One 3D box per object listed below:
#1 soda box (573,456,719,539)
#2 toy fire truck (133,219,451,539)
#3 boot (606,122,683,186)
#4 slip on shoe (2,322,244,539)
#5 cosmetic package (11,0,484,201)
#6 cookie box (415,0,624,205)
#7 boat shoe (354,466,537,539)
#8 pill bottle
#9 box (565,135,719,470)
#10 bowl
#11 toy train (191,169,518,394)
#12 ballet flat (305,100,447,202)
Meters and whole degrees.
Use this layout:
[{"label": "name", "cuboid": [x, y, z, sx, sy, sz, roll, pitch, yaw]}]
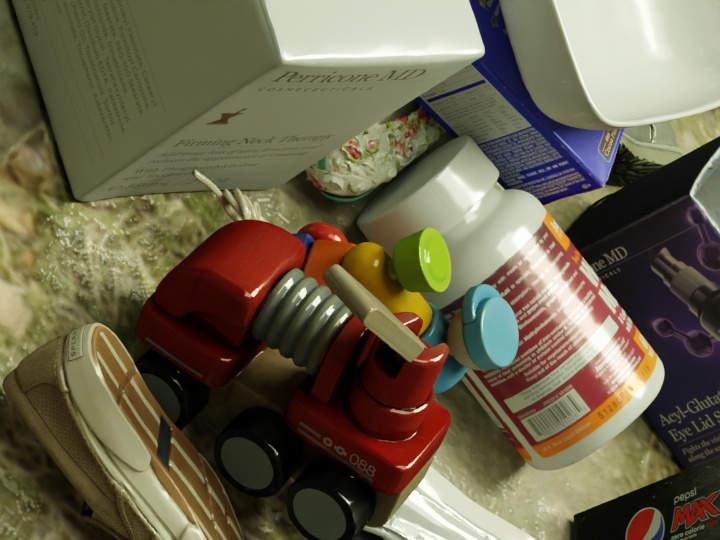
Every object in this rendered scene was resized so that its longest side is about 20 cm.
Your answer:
[{"label": "soda box", "cuboid": [0.225, 0.162, 1.496, 0.063, 0.200, 0.071, 24, 54, -35]}, {"label": "toy fire truck", "cuboid": [-0.030, 0.035, 1.293, 0.176, 0.200, 0.129, 34, 42, 11]}, {"label": "boot", "cuboid": [0.159, -0.165, 1.706, 0.182, 0.072, 0.201, 12, 66, -55]}, {"label": "slip on shoe", "cuboid": [-0.121, 0.120, 1.295, 0.200, 0.060, 0.076, 59, 15, -28]}, {"label": "cosmetic package", "cuboid": [-0.072, -0.155, 1.381, 0.167, 0.200, 0.167, -6, 73, -45]}, {"label": "cookie box", "cuboid": [0.092, -0.168, 1.536, 0.200, 0.075, 0.171, 43, 50, -27]}, {"label": "boat shoe", "cuboid": [0.056, 0.176, 1.429, 0.200, 0.072, 0.069, 40, 61, -25]}, {"label": "pill bottle", "cuboid": [0.094, 0.020, 1.514, 0.200, 0.109, 0.110, 52, 43, -10]}, {"label": "box", "cuboid": [0.246, 0.026, 1.631, 0.200, 0.148, 0.104, 52, 44, -8]}, {"label": "bowl", "cuboid": [0.154, -0.186, 1.491, 0.200, 0.075, 0.200, -17, 92, -43]}, {"label": "toy train", "cuboid": [0.000, 0.000, 1.402, 0.200, 0.115, 0.085, 51, 40, -34]}, {"label": "ballet flat", "cuboid": [0.030, -0.113, 1.546, 0.200, 0.075, 0.064, -46, 141, -47]}]
